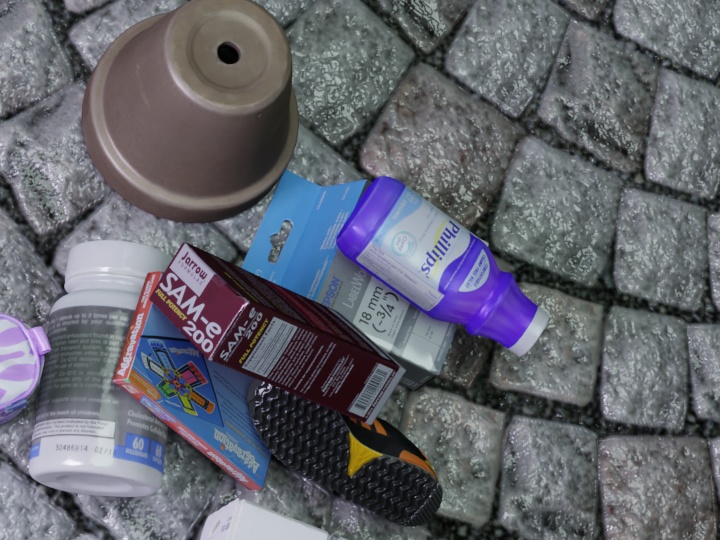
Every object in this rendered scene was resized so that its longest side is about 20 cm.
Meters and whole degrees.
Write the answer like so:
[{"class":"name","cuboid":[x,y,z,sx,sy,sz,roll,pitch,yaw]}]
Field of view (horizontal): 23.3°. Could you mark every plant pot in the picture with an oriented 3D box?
[{"class":"plant pot","cuboid":[-0.138,-0.162,1.553,0.199,0.175,0.202,5,72,-16]}]

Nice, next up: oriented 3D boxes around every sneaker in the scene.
[{"class":"sneaker","cuboid":[-0.017,0.151,1.550,0.200,0.090,0.070,34,101,-9]}]

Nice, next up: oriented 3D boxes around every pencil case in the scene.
[{"class":"pencil case","cuboid":[-0.299,0.081,1.413,0.085,0.200,0.084,-30,91,-18]}]

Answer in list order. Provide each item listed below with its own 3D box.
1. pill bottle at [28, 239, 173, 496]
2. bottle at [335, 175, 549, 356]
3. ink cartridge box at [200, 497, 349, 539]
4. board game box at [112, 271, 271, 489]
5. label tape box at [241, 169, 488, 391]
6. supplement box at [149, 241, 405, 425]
[{"class":"pill bottle","cuboid":[-0.214,0.084,1.485,0.113,0.114,0.201,10,72,-15]},{"class":"bottle","cuboid":[0.077,0.001,1.562,0.200,0.065,0.084,36,63,-5]},{"class":"ink cartridge box","cuboid":[-0.038,0.273,1.467,0.199,0.147,0.083,22,70,-10]},{"class":"board game box","cuboid":[-0.131,0.097,1.487,0.200,0.019,0.103,47,47,-43]},{"class":"label tape box","cuboid":[0.000,0.000,1.608,0.199,0.063,0.145,27,67,-9]},{"class":"supplement box","cuboid":[-0.067,0.054,1.449,0.200,0.109,0.061,27,99,-44]}]
